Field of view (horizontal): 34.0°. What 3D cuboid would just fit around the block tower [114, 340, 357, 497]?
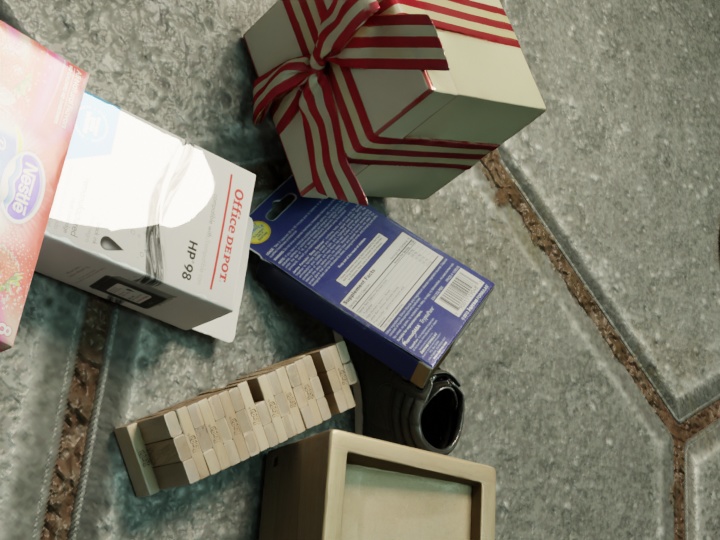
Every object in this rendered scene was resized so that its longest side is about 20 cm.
[{"bbox_3d":[-0.086,0.109,0.892,0.199,0.058,0.054,-20,91,-46],"label":"block tower"}]

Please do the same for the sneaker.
[{"bbox_3d":[0.036,0.074,0.996,0.070,0.099,0.202,0,76,-43],"label":"sneaker"}]

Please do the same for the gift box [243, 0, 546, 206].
[{"bbox_3d":[0.030,-0.159,0.979,0.186,0.184,0.201,1,57,-46],"label":"gift box"}]

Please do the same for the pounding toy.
[{"bbox_3d":[0.017,0.245,0.918,0.199,0.142,0.186,18,64,-29],"label":"pounding toy"}]

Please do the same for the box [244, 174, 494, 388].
[{"bbox_3d":[0.000,0.000,0.981,0.199,0.033,0.121,34,47,10],"label":"box"}]

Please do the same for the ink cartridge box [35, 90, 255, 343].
[{"bbox_3d":[-0.148,-0.035,0.856,0.199,0.066,0.117,24,61,-33],"label":"ink cartridge box"}]

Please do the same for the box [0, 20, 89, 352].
[{"bbox_3d":[-0.256,-0.051,0.740,0.102,0.094,0.202,30,58,-36],"label":"box"}]
